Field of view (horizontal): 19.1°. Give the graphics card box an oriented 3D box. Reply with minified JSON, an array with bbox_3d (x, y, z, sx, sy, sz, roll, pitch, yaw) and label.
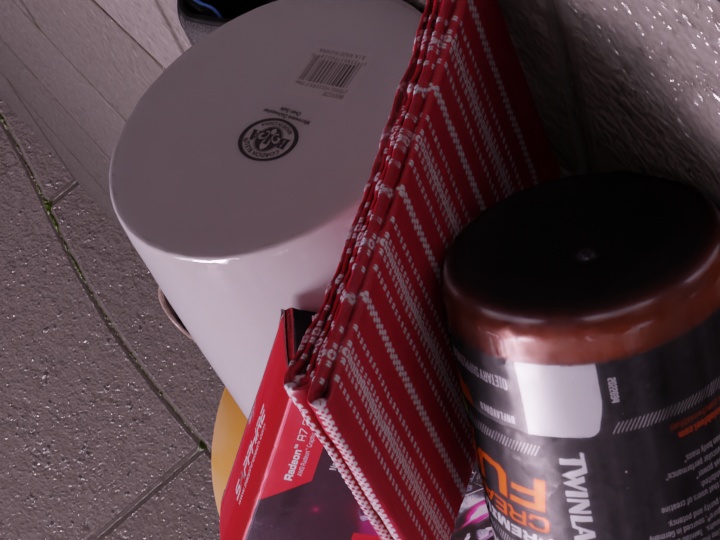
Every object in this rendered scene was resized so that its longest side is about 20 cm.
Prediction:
[{"bbox_3d":[0.051,0.087,0.900,0.051,0.199,0.126,-96,19,-47],"label":"graphics card box"}]

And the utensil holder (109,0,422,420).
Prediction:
[{"bbox_3d":[0.000,0.000,0.959,0.170,0.170,0.200,41,168,46],"label":"utensil holder"}]

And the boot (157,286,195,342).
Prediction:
[{"bbox_3d":[-0.051,-0.016,1.241,0.070,0.146,0.200,45,172,15],"label":"boot"}]

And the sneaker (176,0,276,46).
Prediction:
[{"bbox_3d":[-0.064,-0.119,1.145,0.112,0.073,0.200,56,162,-22],"label":"sneaker"}]

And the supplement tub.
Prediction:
[{"bbox_3d":[0.097,0.072,0.793,0.107,0.107,0.200,38,148,55],"label":"supplement tub"}]

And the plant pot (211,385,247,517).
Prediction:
[{"bbox_3d":[0.047,0.112,1.218,0.183,0.200,0.200,13,146,50],"label":"plant pot"}]

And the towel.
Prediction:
[{"bbox_3d":[0.029,-0.001,0.793,0.022,0.200,0.145,5,148,24],"label":"towel"}]
